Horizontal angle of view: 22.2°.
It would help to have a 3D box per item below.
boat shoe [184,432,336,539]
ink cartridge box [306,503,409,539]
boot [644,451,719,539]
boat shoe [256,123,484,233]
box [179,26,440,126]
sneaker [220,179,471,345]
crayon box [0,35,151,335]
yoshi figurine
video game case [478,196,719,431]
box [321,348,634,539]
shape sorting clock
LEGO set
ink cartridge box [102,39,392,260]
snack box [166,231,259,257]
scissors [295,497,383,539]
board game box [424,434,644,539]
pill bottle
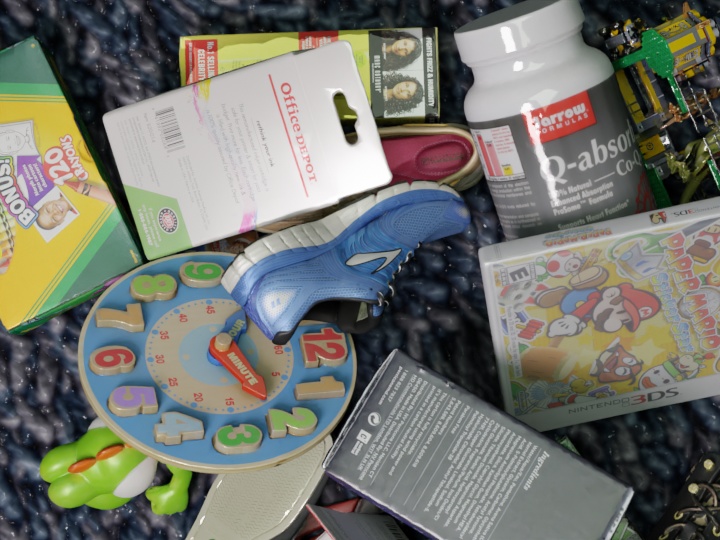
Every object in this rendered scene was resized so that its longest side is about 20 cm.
[{"bbox_3d":[-0.080,0.193,1.383,0.072,0.068,0.200,41,103,27],"label":"boat shoe"},{"bbox_3d":[0.037,0.257,1.298,0.045,0.176,0.200,-43,68,9],"label":"ink cartridge box"},{"bbox_3d":[0.230,0.198,1.331,0.073,0.204,0.154,27,83,25],"label":"boot"},{"bbox_3d":[0.000,-0.077,1.414,0.200,0.069,0.074,-15,86,1],"label":"boat shoe"},{"bbox_3d":[-0.038,-0.148,1.430,0.200,0.050,0.075,-1,87,3],"label":"box"},{"bbox_3d":[0.000,0.000,1.336,0.200,0.079,0.089,-25,79,-25],"label":"sneaker"},{"bbox_3d":[-0.258,-0.065,1.427,0.119,0.058,0.200,-26,86,0],"label":"crayon box"},{"bbox_3d":[-0.147,0.128,1.406,0.200,0.112,0.112,-20,43,-12],"label":"yoshi figurine"},{"bbox_3d":[0.187,0.038,1.353,0.182,0.200,0.023,-12,45,1],"label":"video game case"},{"bbox_3d":[0.088,0.157,1.336,0.200,0.148,0.104,30,84,12],"label":"box"},{"bbox_3d":[-0.101,0.060,1.313,0.200,0.039,0.200,8,46,-9],"label":"shape sorting clock"},{"bbox_3d":[0.273,-0.116,1.365,0.116,0.154,0.200,-27,86,-18],"label":"LEGO set"},{"bbox_3d":[-0.076,-0.092,1.361,0.200,0.067,0.117,-15,95,17],"label":"ink cartridge box"},{"bbox_3d":[-0.112,0.051,1.373,0.072,0.024,0.200,-3,47,0],"label":"snack box"},{"bbox_3d":[0.007,0.190,1.425,0.200,0.014,0.073,-17,83,0],"label":"scissors"},{"bbox_3d":[0.109,0.227,1.414,0.200,0.023,0.105,-37,83,-1],"label":"board game box"},{"bbox_3d":[0.144,-0.097,1.365,0.116,0.116,0.200,-20,103,0],"label":"pill bottle"}]
